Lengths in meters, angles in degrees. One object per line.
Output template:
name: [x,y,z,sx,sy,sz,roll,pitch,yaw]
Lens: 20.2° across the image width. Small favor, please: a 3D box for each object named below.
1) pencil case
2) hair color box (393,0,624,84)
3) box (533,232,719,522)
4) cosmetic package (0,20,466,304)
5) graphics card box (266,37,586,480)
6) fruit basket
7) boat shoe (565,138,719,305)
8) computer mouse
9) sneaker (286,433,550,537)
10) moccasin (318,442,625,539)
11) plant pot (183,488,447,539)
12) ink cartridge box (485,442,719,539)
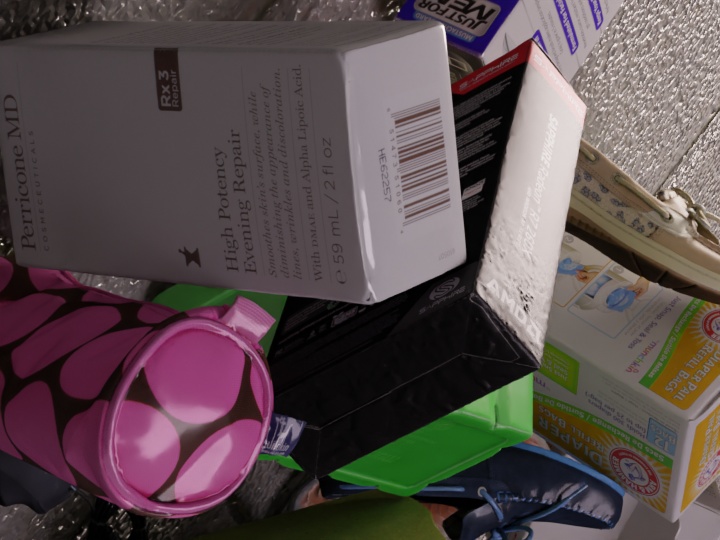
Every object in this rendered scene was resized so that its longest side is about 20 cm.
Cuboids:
pencil case: [-0.116,0.042,0.858,0.091,0.200,0.094,29,80,-38]
hair color box: [0.107,-0.177,1.125,0.200,0.065,0.109,-57,153,-15]
box: [0.154,0.049,1.294,0.101,0.200,0.113,-42,149,-29]
cosmetic package: [-0.058,-0.049,0.826,0.074,0.200,0.102,-22,110,-50]
graphics card box: [0.030,-0.009,0.896,0.125,0.051,0.200,-29,-155,29]
fruit basket: [0.000,0.000,1.090,0.155,0.216,0.215,-29,165,28]
boat shoe: [0.160,-0.042,1.222,0.063,0.200,0.073,-60,179,-5]
computer mouse: [-0.145,0.119,1.058,0.059,0.034,0.200,-52,153,-13]
sneaker: [0.029,0.151,1.335,0.200,0.072,0.080,-10,170,-33]
moccasin: [0.065,0.141,1.272,0.080,0.199,0.068,120,-17,-69]
plant pot: [-0.038,0.209,1.108,0.190,0.200,0.200,-21,136,-34]
ink cartridge box: [0.170,0.175,1.440,0.200,0.125,0.129,-84,-163,-74]
